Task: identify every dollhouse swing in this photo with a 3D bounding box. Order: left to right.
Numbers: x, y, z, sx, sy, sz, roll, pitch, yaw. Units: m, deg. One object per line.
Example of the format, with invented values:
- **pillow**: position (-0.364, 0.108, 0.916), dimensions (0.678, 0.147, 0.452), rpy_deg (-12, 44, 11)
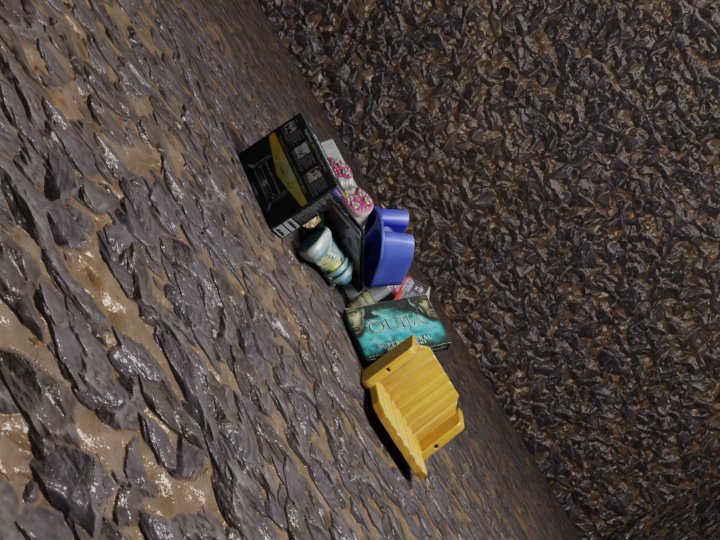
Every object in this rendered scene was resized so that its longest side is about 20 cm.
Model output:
- **dollhouse swing**: position (0.115, 0.258, 1.514), dimensions (0.201, 0.181, 0.176), rpy_deg (58, -11, -10)

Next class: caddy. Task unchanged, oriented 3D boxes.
- **caddy**: position (0.043, -0.049, 1.735), dimensions (0.201, 0.103, 0.143), rpy_deg (109, -24, -53)

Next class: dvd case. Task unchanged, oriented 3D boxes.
- **dvd case**: position (-0.038, -0.064, 1.743), dimensions (0.149, 0.016, 0.201), rpy_deg (51, -25, 32)

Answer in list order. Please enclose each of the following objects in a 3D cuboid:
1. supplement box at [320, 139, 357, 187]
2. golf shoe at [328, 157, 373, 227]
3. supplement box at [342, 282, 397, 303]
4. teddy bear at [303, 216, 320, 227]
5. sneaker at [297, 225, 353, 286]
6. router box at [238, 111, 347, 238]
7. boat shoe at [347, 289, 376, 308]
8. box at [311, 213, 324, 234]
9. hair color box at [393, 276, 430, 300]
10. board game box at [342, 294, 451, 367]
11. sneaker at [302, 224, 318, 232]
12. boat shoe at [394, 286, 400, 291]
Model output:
- **supplement box**: position (-0.079, -0.219, 2.036), dimensions (0.102, 0.102, 0.201), rpy_deg (88, -22, -59)
- **golf shoe**: position (-0.042, -0.165, 1.744), dimensions (0.092, 0.074, 0.201), rpy_deg (101, -33, -46)
- **supplement box**: position (0.000, 0.000, 1.882), dimensions (0.201, 0.103, 0.101), rpy_deg (61, 8, 18)
- **teddy bear**: position (-0.135, -0.167, 1.665), dimensions (0.067, 0.143, 0.202), rpy_deg (111, -35, -49)
- **sneaker**: position (-0.064, -0.021, 1.673), dimensions (0.131, 0.079, 0.200), rpy_deg (57, 10, -7)
- **router box**: position (-0.136, -0.188, 1.567), dimensions (0.201, 0.156, 0.052), rpy_deg (64, 11, 28)
- **boat shoe**: position (0.034, 0.137, 1.735), dimensions (0.201, 0.066, 0.074), rpy_deg (61, 0, 34)
- **box**: position (-0.108, -0.178, 1.872), dimensions (0.201, 0.048, 0.118), rpy_deg (-114, -155, -44)
- **hair color box**: position (0.107, 0.113, 1.851), dimensions (0.063, 0.112, 0.201), rpy_deg (26, -25, 14)
- **board game box**: position (0.076, 0.123, 1.677), dimensions (0.028, 0.198, 0.136), rpy_deg (109, -36, -47)
- **sneaker**: position (-0.138, -0.162, 1.778), dimensions (0.078, 0.077, 0.201), rpy_deg (69, 3, -45)
- **boat shoe**: position (0.066, 0.053, 1.962), dimensions (0.065, 0.073, 0.205), rpy_deg (-30, 115, -65)
